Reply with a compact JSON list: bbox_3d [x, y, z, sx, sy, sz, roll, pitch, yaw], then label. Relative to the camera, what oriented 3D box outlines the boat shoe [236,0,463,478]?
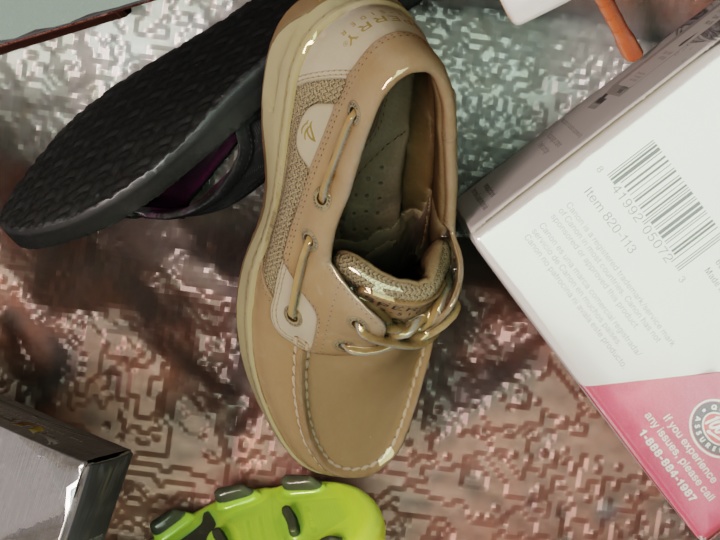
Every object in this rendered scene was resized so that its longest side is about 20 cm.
[{"bbox_3d":[0.000,0.000,0.976,0.071,0.065,0.201,-18,129,-23],"label":"boat shoe"}]

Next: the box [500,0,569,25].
[{"bbox_3d":[0.059,-0.203,0.876,0.106,0.152,0.201,-24,101,18],"label":"box"}]

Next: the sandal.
[{"bbox_3d":[-0.039,-0.059,0.995,0.200,0.075,0.048,-34,118,2],"label":"sandal"}]

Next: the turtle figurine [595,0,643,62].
[{"bbox_3d":[0.125,-0.185,0.985,0.161,0.064,0.201,-13,104,15],"label":"turtle figurine"}]

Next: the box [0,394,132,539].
[{"bbox_3d":[-0.198,0.102,0.985,0.199,0.048,0.159,22,99,15],"label":"box"}]

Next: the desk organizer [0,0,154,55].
[{"bbox_3d":[-0.063,-0.131,0.971,0.199,0.077,0.072,-17,92,-1],"label":"desk organizer"}]

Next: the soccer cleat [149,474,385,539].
[{"bbox_3d":[-0.072,0.150,1.040,0.200,0.065,0.084,-34,128,-2],"label":"soccer cleat"}]

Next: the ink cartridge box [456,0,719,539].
[{"bbox_3d":[0.156,-0.023,1.006,0.200,0.083,0.147,-37,100,3],"label":"ink cartridge box"}]
